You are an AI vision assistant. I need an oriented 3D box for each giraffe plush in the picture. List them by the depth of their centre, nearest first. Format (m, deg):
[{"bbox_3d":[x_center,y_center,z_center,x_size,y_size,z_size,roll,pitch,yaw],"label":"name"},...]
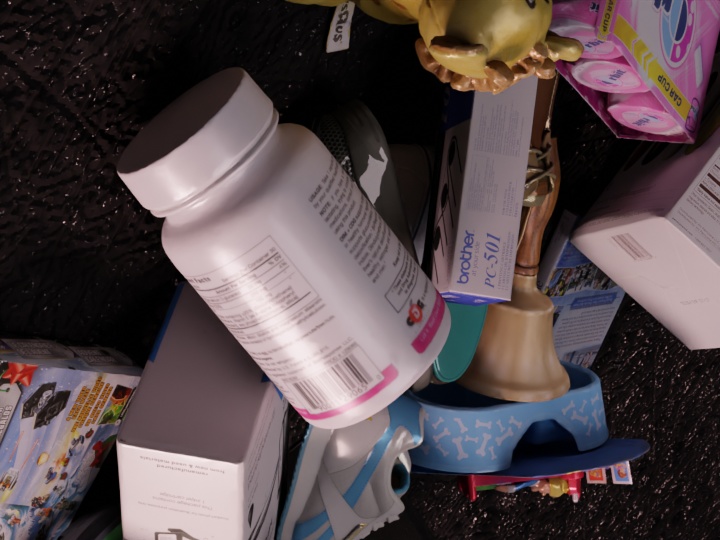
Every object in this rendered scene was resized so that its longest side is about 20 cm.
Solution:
[{"bbox_3d":[0.045,-0.177,1.081,0.172,0.162,0.201,-35,143,-27],"label":"giraffe plush"}]

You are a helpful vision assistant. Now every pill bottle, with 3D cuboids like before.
[{"bbox_3d":[-0.045,-0.014,1.096,0.113,0.113,0.200,-44,111,-14],"label":"pill bottle"}]

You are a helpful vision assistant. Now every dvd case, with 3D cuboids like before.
[{"bbox_3d":[0.182,0.031,1.592,0.142,0.018,0.201,-6,125,-50],"label":"dvd case"}]

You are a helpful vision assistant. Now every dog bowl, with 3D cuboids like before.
[{"bbox_3d":[0.113,0.112,1.489,0.199,0.111,0.050,-9,108,-36],"label":"dog bowl"}]

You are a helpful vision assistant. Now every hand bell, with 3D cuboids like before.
[{"bbox_3d":[0.129,-0.010,1.446,0.104,0.104,0.201,-13,117,-46],"label":"hand bell"}]

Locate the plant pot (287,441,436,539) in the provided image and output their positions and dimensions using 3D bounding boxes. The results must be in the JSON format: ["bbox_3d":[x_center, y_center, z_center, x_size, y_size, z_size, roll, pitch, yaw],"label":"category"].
[{"bbox_3d":[-0.017,0.273,1.424,0.199,0.177,0.200,-38,146,-21],"label":"plant pot"}]

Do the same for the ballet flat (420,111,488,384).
[{"bbox_3d":[0.061,-0.023,1.317,0.068,0.075,0.201,-5,113,-42],"label":"ballet flat"}]

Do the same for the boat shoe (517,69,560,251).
[{"bbox_3d":[0.109,-0.073,1.346,0.075,0.074,0.201,-13,131,-46],"label":"boat shoe"}]

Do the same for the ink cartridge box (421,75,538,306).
[{"bbox_3d":[0.079,-0.080,1.207,0.094,0.044,0.201,162,-64,-79],"label":"ink cartridge box"}]

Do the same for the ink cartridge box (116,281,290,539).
[{"bbox_3d":[-0.098,0.132,1.208,0.146,0.084,0.201,-75,171,-46],"label":"ink cartridge box"}]

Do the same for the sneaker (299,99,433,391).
[{"bbox_3d":[-0.019,-0.002,1.210,0.114,0.076,0.200,-21,115,-6],"label":"sneaker"}]

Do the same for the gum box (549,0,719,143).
[{"bbox_3d":[0.191,-0.180,1.316,0.200,0.066,0.114,35,66,-58],"label":"gum box"}]

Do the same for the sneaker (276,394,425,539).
[{"bbox_3d":[-0.011,0.158,1.278,0.077,0.080,0.201,-77,-178,-48],"label":"sneaker"}]

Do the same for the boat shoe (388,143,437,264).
[{"bbox_3d":[0.000,0.000,1.297,0.069,0.071,0.201,5,123,-25],"label":"boat shoe"}]

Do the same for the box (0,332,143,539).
[{"bbox_3d":[-0.229,0.134,1.147,0.137,0.040,0.201,12,111,-57],"label":"box"}]

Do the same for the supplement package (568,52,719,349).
[{"bbox_3d":[0.303,-0.062,1.444,0.200,0.147,0.191,-51,-170,-13],"label":"supplement package"}]

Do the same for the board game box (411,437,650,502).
[{"bbox_3d":[0.135,0.168,1.502,0.158,0.199,0.039,-10,96,-51],"label":"board game box"}]

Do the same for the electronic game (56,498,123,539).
[{"bbox_3d":[-0.201,0.236,1.224,0.200,0.042,0.200,-56,170,-15],"label":"electronic game"}]
